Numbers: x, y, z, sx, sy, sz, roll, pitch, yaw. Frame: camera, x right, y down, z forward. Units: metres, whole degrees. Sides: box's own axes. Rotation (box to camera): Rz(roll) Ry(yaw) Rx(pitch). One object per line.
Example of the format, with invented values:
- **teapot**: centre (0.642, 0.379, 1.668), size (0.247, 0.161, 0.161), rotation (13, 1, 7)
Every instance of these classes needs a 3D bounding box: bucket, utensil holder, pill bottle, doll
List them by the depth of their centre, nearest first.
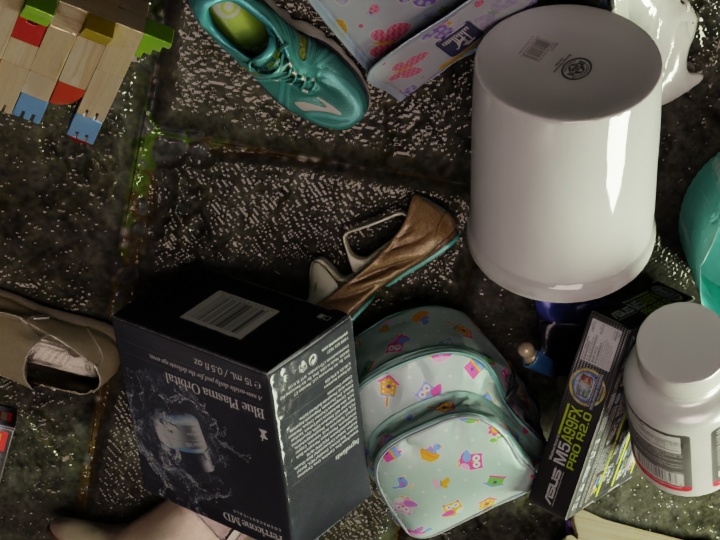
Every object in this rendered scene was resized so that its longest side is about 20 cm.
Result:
- **utensil holder**: centre (0.176, -0.101, 1.549), size (0.169, 0.170, 0.201), rotation (-5, 135, -2)
- **pill bottle**: centre (0.293, 0.114, 1.620), size (0.110, 0.111, 0.200), rotation (-14, 147, 3)
- **bucket**: centre (0.394, -0.022, 1.659), size (0.206, 0.135, 0.208), rotation (-2, 120, -4)
- **doll**: centre (0.207, 0.044, 1.726), size (0.136, 0.048, 0.201), rotation (-18, 122, -19)

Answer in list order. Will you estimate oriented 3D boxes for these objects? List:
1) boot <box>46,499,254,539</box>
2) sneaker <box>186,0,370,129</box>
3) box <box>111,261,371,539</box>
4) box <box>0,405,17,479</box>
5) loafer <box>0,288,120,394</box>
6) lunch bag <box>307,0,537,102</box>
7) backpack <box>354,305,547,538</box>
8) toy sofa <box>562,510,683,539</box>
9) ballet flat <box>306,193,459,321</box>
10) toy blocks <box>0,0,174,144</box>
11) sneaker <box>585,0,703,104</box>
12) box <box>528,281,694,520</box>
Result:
- **boot**: centre (-0.192, 0.256, 1.804), size (0.200, 0.070, 0.146), rotation (33, 105, -22)
- **sneaker**: centre (-0.074, -0.183, 1.559), size (0.200, 0.080, 0.078), rotation (37, 110, -23)
- **box**: centre (-0.107, 0.124, 1.648), size (0.196, 0.117, 0.201), rotation (17, 127, 36)
- **box**: centre (-0.412, 0.214, 1.771), size (0.110, 0.035, 0.201), rotation (13, 117, -12)
- **loafer**: centre (-0.318, 0.068, 1.680), size (0.199, 0.068, 0.076), rotation (9, 118, -10)
- **lunch bag**: centre (0.047, -0.251, 1.510), size (0.169, 0.127, 0.200), rotation (-31, 130, 12)
- **backpack**: centre (0.070, 0.141, 1.711), size (0.175, 0.154, 0.200), rotation (-26, 116, 14)
- **toy sofa**: centre (0.288, 0.327, 1.883), size (0.199, 0.098, 0.083), rotation (14, 141, -13)
- **ballet flat**: centre (0.000, 0.000, 1.681), size (0.200, 0.068, 0.072), rotation (-40, 95, 16)
- **toy blocks**: centre (-0.276, -0.190, 1.539), size (0.199, 0.100, 0.137), rotation (21, 126, -16)
- **sneaker**: centre (0.245, -0.231, 1.578), size (0.087, 0.075, 0.201), rotation (-23, 126, -6)
- **box**: centre (0.237, 0.121, 1.703), size (0.044, 0.160, 0.201), rotation (25, 112, 25)
